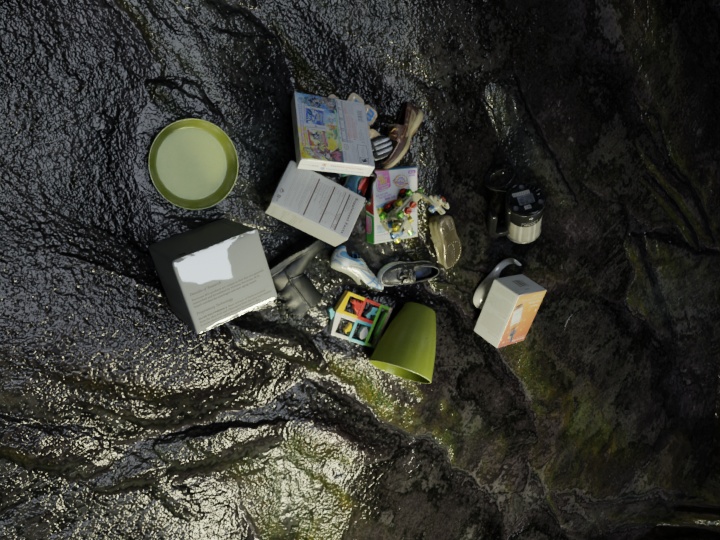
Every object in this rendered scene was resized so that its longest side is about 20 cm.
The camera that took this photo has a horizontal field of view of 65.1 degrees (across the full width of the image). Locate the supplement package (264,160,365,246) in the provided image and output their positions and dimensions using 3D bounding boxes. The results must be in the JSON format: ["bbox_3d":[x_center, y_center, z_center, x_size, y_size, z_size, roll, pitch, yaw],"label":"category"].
[{"bbox_3d":[-0.111,-0.156,1.356,0.200,0.117,0.118,26,77,-13],"label":"supplement package"}]

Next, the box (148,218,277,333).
[{"bbox_3d":[-0.329,0.003,1.255,0.200,0.199,0.172,-25,115,-27],"label":"box"}]

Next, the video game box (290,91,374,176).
[{"bbox_3d":[-0.068,-0.324,1.345,0.182,0.047,0.200,4,62,-23],"label":"video game box"}]

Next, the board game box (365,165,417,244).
[{"bbox_3d":[0.088,-0.184,1.568,0.153,0.040,0.201,-10,108,-30],"label":"board game box"}]

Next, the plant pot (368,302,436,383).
[{"bbox_3d":[0.144,0.201,1.638,0.187,0.187,0.200,31,70,-34],"label":"plant pot"}]

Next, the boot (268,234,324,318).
[{"bbox_3d":[-0.147,0.018,1.452,0.198,0.073,0.163,-36,117,-12],"label":"boot"}]

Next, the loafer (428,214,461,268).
[{"bbox_3d":[0.250,-0.092,1.682,0.076,0.068,0.200,-33,134,-20],"label":"loafer"}]

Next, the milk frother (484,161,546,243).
[{"bbox_3d":[0.479,-0.213,1.763,0.188,0.180,0.200,64,30,-64],"label":"milk frother"}]

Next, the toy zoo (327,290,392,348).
[{"bbox_3d":[-0.010,0.137,1.601,0.200,0.020,0.131,23,89,-35],"label":"toy zoo"}]

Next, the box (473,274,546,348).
[{"bbox_3d":[0.480,0.129,1.817,0.152,0.106,0.200,-8,124,-39],"label":"box"}]

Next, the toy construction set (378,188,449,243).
[{"bbox_3d":[0.133,-0.157,1.498,0.200,0.131,0.092,-32,118,-22],"label":"toy construction set"}]

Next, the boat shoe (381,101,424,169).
[{"bbox_3d":[0.098,-0.365,1.512,0.072,0.072,0.200,35,77,-25],"label":"boat shoe"}]

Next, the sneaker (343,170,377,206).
[{"bbox_3d":[-0.019,-0.183,1.464,0.078,0.090,0.200,16,103,-35],"label":"sneaker"}]

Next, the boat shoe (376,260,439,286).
[{"bbox_3d":[0.144,0.012,1.639,0.200,0.066,0.070,-5,105,-32],"label":"boat shoe"}]

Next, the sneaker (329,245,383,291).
[{"bbox_3d":[0.000,0.000,1.544,0.200,0.072,0.073,36,75,-37],"label":"sneaker"}]

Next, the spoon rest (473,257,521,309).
[{"bbox_3d":[0.442,0.042,1.852,0.099,0.061,0.200,33,97,-33],"label":"spoon rest"}]

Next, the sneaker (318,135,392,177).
[{"bbox_3d":[-0.017,-0.290,1.446,0.200,0.088,0.075,-17,105,-1],"label":"sneaker"}]

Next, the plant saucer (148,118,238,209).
[{"bbox_3d":[-0.374,-0.237,1.265,0.200,0.031,0.201,-9,108,-31],"label":"plant saucer"}]

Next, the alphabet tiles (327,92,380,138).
[{"bbox_3d":[-0.037,-0.350,1.460,0.195,0.015,0.200,32,85,-34],"label":"alphabet tiles"}]
